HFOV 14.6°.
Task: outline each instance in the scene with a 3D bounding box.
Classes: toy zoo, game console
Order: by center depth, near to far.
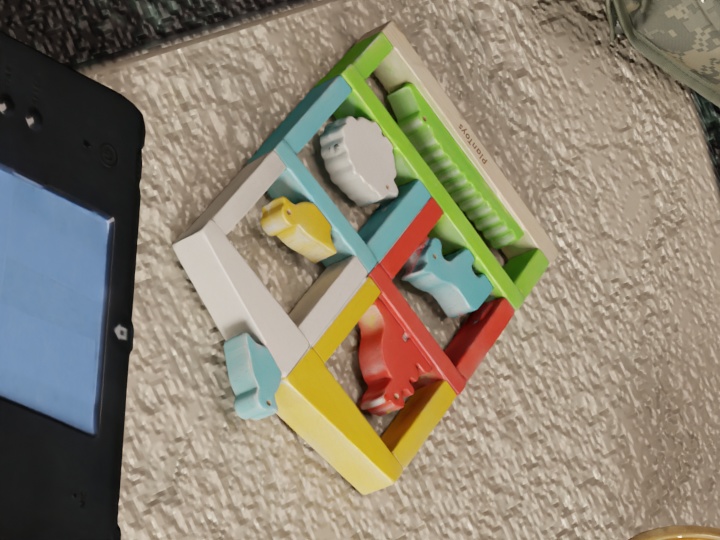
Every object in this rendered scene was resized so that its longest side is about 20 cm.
[{"bbox_3d":[-0.148,-0.002,0.993,0.177,0.031,0.200,24,57,-37],"label":"game console"},{"bbox_3d":[0.000,0.000,1.151,0.131,0.020,0.200,53,44,-15],"label":"toy zoo"}]

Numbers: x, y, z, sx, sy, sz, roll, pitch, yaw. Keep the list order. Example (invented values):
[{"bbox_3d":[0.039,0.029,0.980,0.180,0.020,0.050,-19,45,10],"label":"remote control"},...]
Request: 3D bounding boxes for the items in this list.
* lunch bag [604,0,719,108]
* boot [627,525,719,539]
[{"bbox_3d":[0.177,-0.181,1.343,0.200,0.117,0.164,28,55,-41],"label":"lunch bag"},{"bbox_3d":[0.177,0.211,1.197,0.201,0.071,0.144,40,45,-33],"label":"boot"}]
